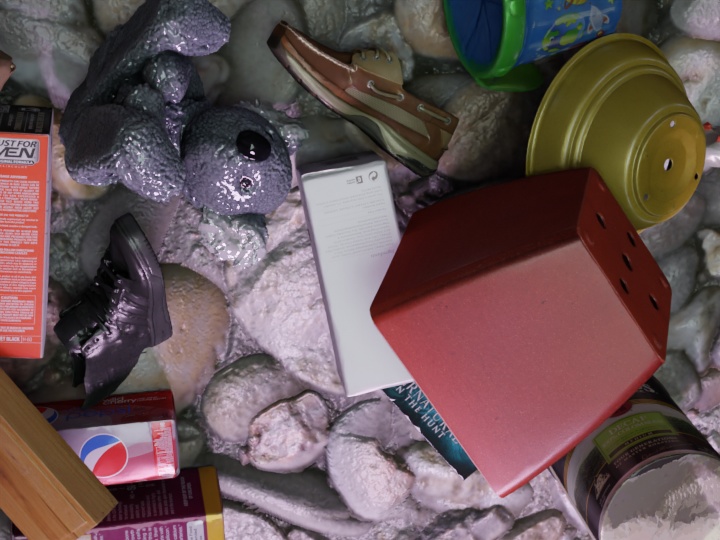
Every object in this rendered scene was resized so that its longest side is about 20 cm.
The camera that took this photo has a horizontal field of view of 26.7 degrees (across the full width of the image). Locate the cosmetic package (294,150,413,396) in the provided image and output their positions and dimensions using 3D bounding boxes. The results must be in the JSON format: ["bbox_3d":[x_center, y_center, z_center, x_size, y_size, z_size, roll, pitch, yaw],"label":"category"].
[{"bbox_3d":[0.000,0.000,1.369,0.080,0.113,0.202,-11,98,-3],"label":"cosmetic package"}]

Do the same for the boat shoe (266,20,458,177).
[{"bbox_3d":[0.006,-0.165,1.355,0.199,0.076,0.074,35,95,-28],"label":"boat shoe"}]

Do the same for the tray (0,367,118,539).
[{"bbox_3d":[-0.309,0.154,1.322,0.200,0.037,0.098,50,133,-4],"label":"tray"}]

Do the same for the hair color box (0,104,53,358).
[{"bbox_3d":[-0.302,-0.035,1.326,0.060,0.102,0.202,3,108,-11],"label":"hair color box"}]

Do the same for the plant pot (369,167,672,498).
[{"bbox_3d":[0.151,0.030,1.268,0.175,0.200,0.201,-29,107,25],"label":"plant pot"}]

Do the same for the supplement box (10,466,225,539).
[{"bbox_3d":[-0.227,0.276,1.449,0.198,0.103,0.132,-4,110,-9],"label":"supplement box"}]

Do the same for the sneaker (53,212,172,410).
[{"bbox_3d":[-0.227,0.039,1.357,0.103,0.060,0.201,-26,147,-16],"label":"sneaker"}]

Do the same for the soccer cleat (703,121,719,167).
[{"bbox_3d":[0.405,-0.106,1.449,0.198,0.069,0.078,-5,114,-12],"label":"soccer cleat"}]

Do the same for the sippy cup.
[{"bbox_3d":[0.155,-0.244,1.324,0.129,0.178,0.141,-11,83,-18],"label":"sippy cup"}]

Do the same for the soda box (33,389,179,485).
[{"bbox_3d":[-0.270,0.162,1.418,0.198,0.070,0.064,-5,110,-8],"label":"soda box"}]

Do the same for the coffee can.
[{"bbox_3d":[0.269,0.197,1.459,0.145,0.200,0.148,-3,110,-9],"label":"coffee can"}]

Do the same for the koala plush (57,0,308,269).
[{"bbox_3d":[-0.140,-0.110,1.302,0.199,0.183,0.179,26,67,-29],"label":"koala plush"}]

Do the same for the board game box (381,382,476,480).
[{"bbox_3d":[0.090,0.094,1.482,0.135,0.028,0.200,-40,111,6],"label":"board game box"}]

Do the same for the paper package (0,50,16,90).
[{"bbox_3d":[-0.416,-0.146,1.227,0.199,0.103,0.192,35,101,4],"label":"paper package"}]

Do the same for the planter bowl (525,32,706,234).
[{"bbox_3d":[0.245,-0.101,1.335,0.199,0.083,0.203,-16,117,-35],"label":"planter bowl"}]
